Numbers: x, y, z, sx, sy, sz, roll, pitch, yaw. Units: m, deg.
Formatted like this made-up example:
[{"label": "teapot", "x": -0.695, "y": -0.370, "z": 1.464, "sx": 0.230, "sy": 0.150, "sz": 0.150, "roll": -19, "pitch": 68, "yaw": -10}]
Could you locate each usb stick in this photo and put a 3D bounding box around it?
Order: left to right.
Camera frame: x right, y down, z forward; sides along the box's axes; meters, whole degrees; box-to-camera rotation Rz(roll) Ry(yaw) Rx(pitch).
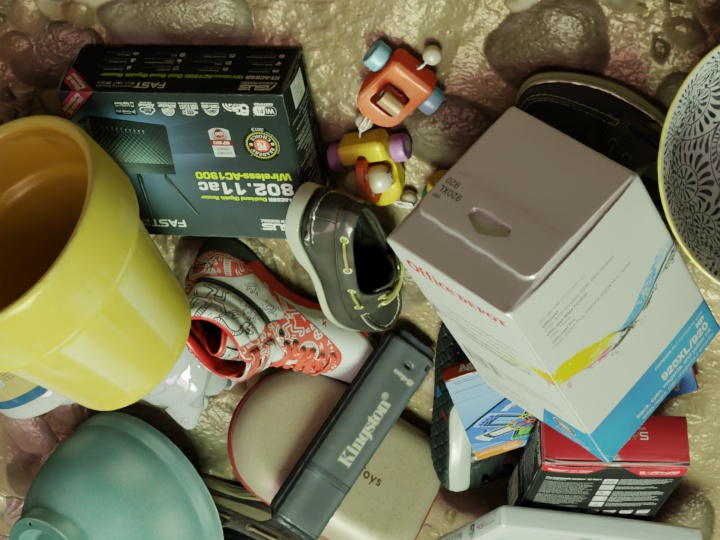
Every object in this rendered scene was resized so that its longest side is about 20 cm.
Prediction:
[{"label": "usb stick", "x": -0.007, "y": 0.141, "z": 1.701, "sx": 0.055, "sy": 0.201, "sz": 0.033, "roll": 36, "pitch": 175, "yaw": -18}]

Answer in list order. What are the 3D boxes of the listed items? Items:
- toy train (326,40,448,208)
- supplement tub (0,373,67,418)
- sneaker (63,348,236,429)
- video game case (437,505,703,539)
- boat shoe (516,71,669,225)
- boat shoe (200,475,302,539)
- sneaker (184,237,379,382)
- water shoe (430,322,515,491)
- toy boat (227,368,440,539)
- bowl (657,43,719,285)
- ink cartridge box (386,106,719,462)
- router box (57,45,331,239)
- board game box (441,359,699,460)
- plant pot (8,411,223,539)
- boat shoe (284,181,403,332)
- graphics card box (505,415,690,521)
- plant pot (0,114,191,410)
[{"label": "toy train", "x": 0.053, "y": -0.081, "z": 1.549, "sx": 0.200, "sy": 0.056, "sz": 0.150, "roll": 41, "pitch": 132, "yaw": -18}, {"label": "supplement tub", "x": -0.318, "y": 0.015, "z": 1.705, "sx": 0.144, "sy": 0.145, "sz": 0.200, "roll": -21, "pitch": 121, "yaw": 33}, {"label": "sneaker", "x": -0.203, "y": 0.100, "z": 1.792, "sx": 0.115, "sy": 0.076, "sz": 0.199, "roll": 41, "pitch": 135, "yaw": -23}, {"label": "video game case", "x": 0.174, "y": 0.249, "z": 1.751, "sx": 0.198, "sy": 0.024, "sz": 0.182, "roll": 9, "pitch": 157, "yaw": -21}, {"label": "boat shoe", "x": 0.207, "y": -0.083, "z": 1.486, "sx": 0.199, "sy": 0.066, "sz": 0.072, "roll": 26, "pitch": 137, "yaw": -4}, {"label": "boat shoe", "x": -0.142, "y": 0.249, "z": 1.910, "sx": 0.198, "sy": 0.074, "sz": 0.075, "roll": -1, "pitch": 131, "yaw": 20}, {"label": "sneaker", "x": -0.071, "y": 0.067, "z": 1.692, "sx": 0.201, "sy": 0.108, "sz": 0.067, "roll": 36, "pitch": 133, "yaw": -15}, {"label": "water shoe", "x": 0.108, "y": 0.103, "z": 1.706, "sx": 0.078, "sy": 0.072, "sz": 0.201, "roll": -7, "pitch": 131, "yaw": -17}, {"label": "toy boat", "x": -0.032, "y": 0.175, "z": 1.789, "sx": 0.199, "sy": 0.131, "sz": 0.131, "roll": 33, "pitch": 164, "yaw": -14}, {"label": "bowl", "x": 0.298, "y": -0.078, "z": 1.418, "sx": 0.198, "sy": 0.094, "sz": 0.203, "roll": -1, "pitch": 94, "yaw": -8}, {"label": "ink cartridge box", "x": 0.148, "y": 0.010, "z": 1.476, "sx": 0.147, "sy": 0.145, "sz": 0.200, "roll": 33, "pitch": 166, "yaw": 44}, {"label": "router box", "x": -0.131, "y": -0.102, "z": 1.589, "sx": 0.198, "sy": 0.062, "sz": 0.151, "roll": 3, "pitch": 133, "yaw": 17}, {"label": "board game box", "x": 0.176, "y": 0.091, "z": 1.640, "sx": 0.198, "sy": 0.020, "sz": 0.103, "roll": -18, "pitch": 129, "yaw": 7}, {"label": "plant pot", "x": -0.247, "y": 0.253, "z": 1.858, "sx": 0.199, "sy": 0.134, "sz": 0.202, "roll": 22, "pitch": 127, "yaw": 32}, {"label": "boat shoe", "x": 0.000, "y": 0.000, "z": 1.597, "sx": 0.060, "sy": 0.072, "sz": 0.201, "roll": 15, "pitch": 159, "yaw": 27}, {"label": "graphics card box", "x": 0.199, "y": 0.177, "z": 1.676, "sx": 0.124, "sy": 0.051, "sz": 0.200, "roll": 1, "pitch": 155, "yaw": -4}, {"label": "plant pot", "x": -0.237, "y": 0.010, "z": 1.567, "sx": 0.199, "sy": 0.202, "sz": 0.189, "roll": -13, "pitch": 142, "yaw": 29}]
